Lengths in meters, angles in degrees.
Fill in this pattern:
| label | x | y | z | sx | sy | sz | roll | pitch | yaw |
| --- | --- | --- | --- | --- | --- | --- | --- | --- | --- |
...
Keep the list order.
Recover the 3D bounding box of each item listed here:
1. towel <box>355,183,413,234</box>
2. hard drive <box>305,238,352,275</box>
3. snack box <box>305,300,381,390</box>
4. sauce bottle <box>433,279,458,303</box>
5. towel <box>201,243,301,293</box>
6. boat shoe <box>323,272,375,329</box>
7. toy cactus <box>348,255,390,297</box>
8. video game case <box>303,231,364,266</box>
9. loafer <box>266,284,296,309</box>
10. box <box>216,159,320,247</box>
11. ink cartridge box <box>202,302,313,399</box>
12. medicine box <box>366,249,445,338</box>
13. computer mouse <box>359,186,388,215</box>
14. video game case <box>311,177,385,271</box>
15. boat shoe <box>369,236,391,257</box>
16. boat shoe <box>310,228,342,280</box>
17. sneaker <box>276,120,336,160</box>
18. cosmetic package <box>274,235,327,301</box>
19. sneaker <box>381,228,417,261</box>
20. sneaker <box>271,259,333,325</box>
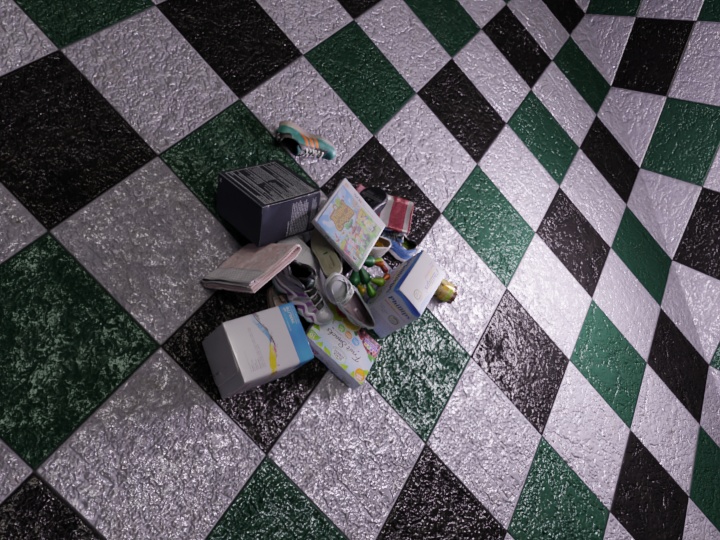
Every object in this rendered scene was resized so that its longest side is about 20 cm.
| label | x | y | z | sx | sy | sz | roll | pitch | yaw |
| --- | --- | --- | --- | --- | --- | --- | --- | --- | --- |
| towel | 0.066 | -0.189 | 1.913 | 0.195 | 0.023 | 0.146 | 17 | 47 | -2 |
| hard drive | -0.054 | -0.069 | 1.793 | 0.141 | 0.033 | 0.199 | 53 | 48 | -2 |
| snack box | -0.051 | 0.198 | 1.669 | 0.199 | 0.053 | 0.143 | 43 | 50 | -10 |
| sauce bottle | 0.215 | 0.038 | 1.941 | 0.196 | 0.064 | 0.066 | 26 | 54 | -21 |
| towel | -0.270 | -0.013 | 1.530 | 0.191 | 0.196 | 0.033 | -44 | 125 | -40 |
| boat shoe | -0.025 | 0.082 | 1.618 | 0.075 | 0.064 | 0.203 | -48 | 131 | -18 |
| toy cactus | 0.000 | 0.000 | 1.743 | 0.200 | 0.101 | 0.168 | -43 | 117 | -35 |
| video game case | -0.074 | -0.079 | 1.817 | 0.196 | 0.018 | 0.147 | -3 | 69 | -37 |
| loafer | -0.185 | 0.125 | 1.601 | 0.070 | 0.063 | 0.205 | -9 | 73 | -37 |
| box | -0.243 | -0.180 | 1.623 | 0.196 | 0.126 | 0.199 | -20 | 45 | -42 |
| ink cartridge box | -0.244 | 0.189 | 1.469 | 0.197 | 0.146 | 0.149 | -15 | 77 | -40 |
| medicine box | 0.118 | 0.067 | 1.762 | 0.103 | 0.199 | 0.183 | 44 | 49 | -8 |
| computer mouse | 0.006 | -0.183 | 1.836 | 0.137 | 0.054 | 0.199 | 31 | 46 | 24 |
| video game case | -0.028 | -0.127 | 1.689 | 0.182 | 0.022 | 0.202 | 47 | 46 | -16 |
| boat shoe | 0.002 | -0.090 | 1.776 | 0.196 | 0.069 | 0.073 | 18 | 58 | -29 |
| boat shoe | -0.089 | -0.043 | 1.682 | 0.070 | 0.068 | 0.203 | -19 | 51 | 1 |
| sneaker | -0.165 | -0.371 | 1.871 | 0.196 | 0.071 | 0.082 | 23 | 60 | -19 |
| cosmetic package | -0.159 | -0.003 | 1.675 | 0.200 | 0.074 | 0.102 | 46 | 41 | -10 |
| sneaker | 0.093 | -0.104 | 1.906 | 0.196 | 0.089 | 0.080 | 24 | 55 | -22 |
| sneaker | -0.128 | 0.049 | 1.564 | 0.199 | 0.140 | 0.078 | 40 | 54 | -8 |
